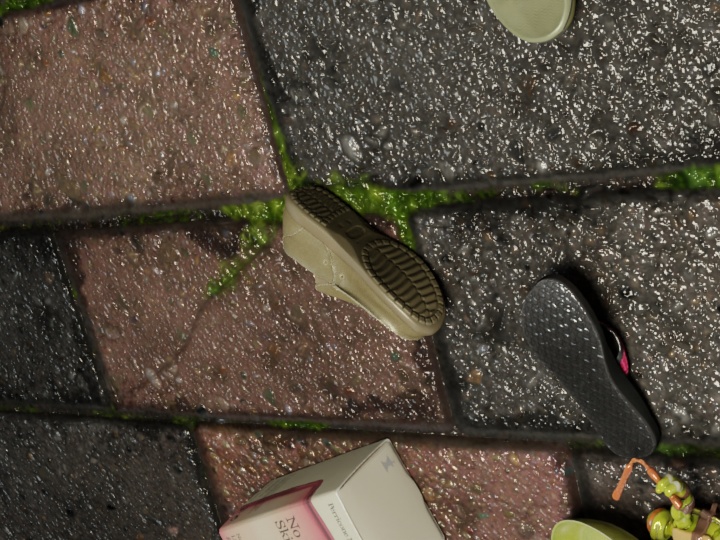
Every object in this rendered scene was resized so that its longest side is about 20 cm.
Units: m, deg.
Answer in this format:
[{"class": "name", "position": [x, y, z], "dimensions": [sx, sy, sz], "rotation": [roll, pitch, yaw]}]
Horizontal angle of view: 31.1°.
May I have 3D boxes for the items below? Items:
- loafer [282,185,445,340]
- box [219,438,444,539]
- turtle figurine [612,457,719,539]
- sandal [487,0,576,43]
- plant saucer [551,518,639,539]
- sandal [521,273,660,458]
[{"class": "loafer", "position": [0.000, 0.000, 1.238], "dimensions": [0.200, 0.076, 0.068], "rotation": [45, 133, 21]}, {"class": "box", "position": [-0.033, 0.282, 1.379], "dimensions": [0.199, 0.109, 0.129], "rotation": [-26, 96, 42]}, {"class": "turtle figurine", "position": [0.313, 0.249, 1.141], "dimensions": [0.160, 0.064, 0.202], "rotation": [19, 137, 45]}, {"class": "sandal", "position": [0.104, -0.272, 1.027], "dimensions": [0.079, 0.057, 0.203], "rotation": [-19, 101, 40]}, {"class": "plant saucer", "position": [0.255, 0.306, 1.192], "dimensions": [0.200, 0.031, 0.201], "rotation": [47, 158, 25]}, {"class": "sandal", "position": [0.208, 0.081, 1.153], "dimensions": [0.075, 0.045, 0.201], "rotation": [-12, 120, 44]}]
